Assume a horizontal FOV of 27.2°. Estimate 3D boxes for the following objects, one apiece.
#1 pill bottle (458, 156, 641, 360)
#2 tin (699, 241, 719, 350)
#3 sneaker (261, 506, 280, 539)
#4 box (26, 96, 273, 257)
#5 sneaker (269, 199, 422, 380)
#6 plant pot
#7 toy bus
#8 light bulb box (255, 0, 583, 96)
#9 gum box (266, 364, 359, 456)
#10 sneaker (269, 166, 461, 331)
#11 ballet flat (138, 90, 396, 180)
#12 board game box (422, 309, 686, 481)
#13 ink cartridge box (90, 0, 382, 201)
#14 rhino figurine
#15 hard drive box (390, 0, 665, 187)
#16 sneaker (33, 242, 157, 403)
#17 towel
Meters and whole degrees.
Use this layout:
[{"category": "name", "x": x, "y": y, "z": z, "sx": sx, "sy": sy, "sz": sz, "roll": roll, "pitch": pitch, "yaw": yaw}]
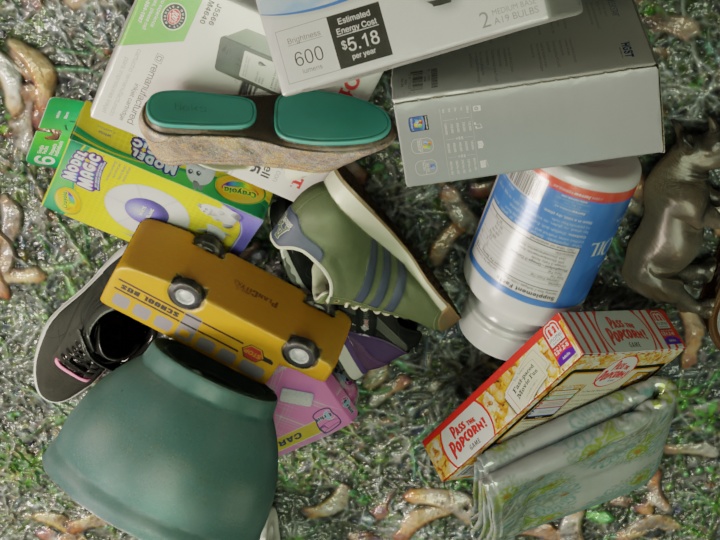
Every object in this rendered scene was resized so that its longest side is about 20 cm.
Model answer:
[{"category": "pill bottle", "x": 0.153, "y": -0.024, "z": 1.271, "sx": 0.112, "sy": 0.112, "sz": 0.200, "roll": 14, "pitch": 124, "yaw": -8}, {"category": "tin", "x": 0.375, "y": -0.003, "z": 1.325, "sx": 0.112, "sy": 0.042, "sz": 0.200, "roll": 7, "pitch": 121, "yaw": -8}, {"category": "sneaker", "x": -0.156, "y": 0.305, "z": 1.501, "sx": 0.146, "sy": 0.081, "sz": 0.200, "roll": 5, "pitch": 125, "yaw": 8}, {"category": "box", "x": -0.184, "y": -0.070, "z": 1.262, "sx": 0.200, "sy": 0.048, "sz": 0.117, "roll": 24, "pitch": 146, "yaw": -11}, {"category": "sneaker", "x": -0.010, "y": 0.003, "z": 1.321, "sx": 0.087, "sy": 0.076, "sz": 0.200, "roll": -23, "pitch": 128, "yaw": 9}, {"category": "plant pot", "x": -0.150, "y": 0.141, "z": 1.266, "sx": 0.200, "sy": 0.200, "sz": 0.134, "roll": 26, "pitch": 95, "yaw": -14}, {"category": "toy bus", "x": -0.113, "y": 0.033, "z": 1.263, "sx": 0.200, "sy": 0.065, "sz": 0.078, "roll": 28, "pitch": 134, "yaw": -7}, {"category": "light bulb box", "x": 0.026, "y": -0.243, "z": 1.016, "sx": 0.198, "sy": 0.125, "sz": 0.201, "roll": -14, "pitch": 96, "yaw": 19}, {"category": "gum box", "x": -0.108, "y": 0.117, "z": 1.385, "sx": 0.200, "sy": 0.066, "sz": 0.114, "roll": -26, "pitch": 114, "yaw": 16}, {"category": "sneaker", "x": 0.000, "y": 0.000, "z": 1.252, "sx": 0.090, "sy": 0.067, "sz": 0.200, "roll": -36, "pitch": 130, "yaw": 7}, {"category": "ballet flat", "x": -0.072, "y": -0.104, "z": 1.166, "sx": 0.199, "sy": 0.068, "sz": 0.067, "roll": 6, "pitch": 141, "yaw": 2}, {"category": "board game box", "x": 0.172, "y": 0.112, "z": 1.327, "sx": 0.151, "sy": 0.046, "sz": 0.200, "roll": 1, "pitch": 142, "yaw": -44}, {"category": "ink cartridge box", "x": -0.097, "y": -0.161, "z": 1.209, "sx": 0.200, "sy": 0.084, "sz": 0.146, "roll": 22, "pitch": 119, "yaw": -13}, {"category": "rhino figurine", "x": 0.283, "y": -0.056, "z": 1.281, "sx": 0.087, "sy": 0.060, "sz": 0.200, "roll": 9, "pitch": 119, "yaw": -2}, {"category": "hard drive box", "x": 0.127, "y": -0.146, "z": 1.174, "sx": 0.199, "sy": 0.156, "sz": 0.077, "roll": -8, "pitch": 121, "yaw": 6}, {"category": "sneaker", "x": -0.243, "y": 0.068, "z": 1.341, "sx": 0.071, "sy": 0.099, "sz": 0.200, "roll": 32, "pitch": 118, "yaw": -19}, {"category": "towel", "x": 0.193, "y": 0.180, "z": 1.362, "sx": 0.200, "sy": 0.048, "sz": 0.171, "roll": -23, "pitch": 154, "yaw": -9}]
